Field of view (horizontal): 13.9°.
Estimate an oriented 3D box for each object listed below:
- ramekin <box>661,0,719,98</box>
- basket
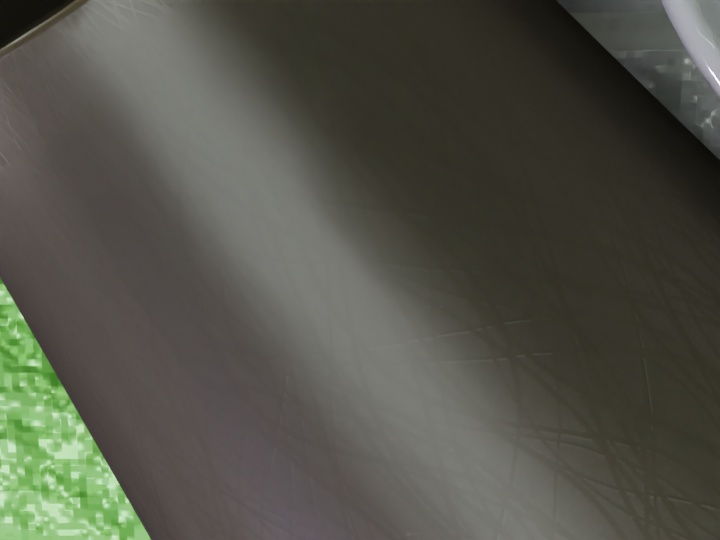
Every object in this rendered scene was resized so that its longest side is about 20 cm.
[{"bbox_3d":[0.151,-0.110,0.615,0.202,0.094,0.203,-1,120,-1],"label":"ramekin"},{"bbox_3d":[0.000,0.000,0.655,0.180,0.136,0.200,-37,110,5],"label":"basket"}]
